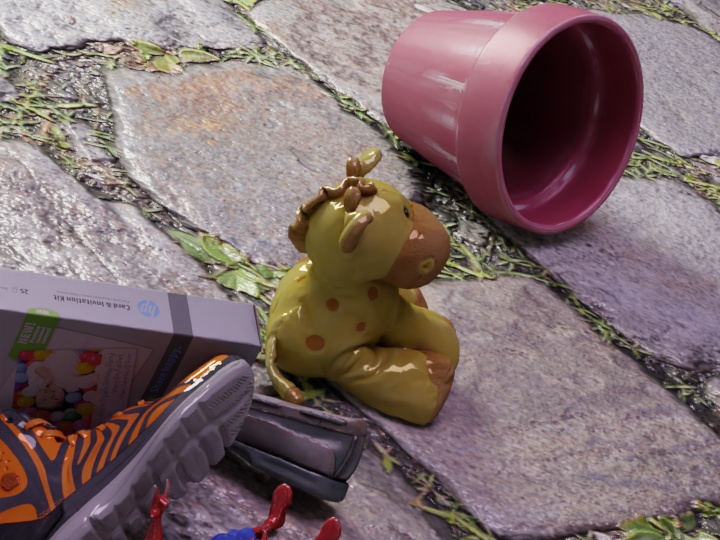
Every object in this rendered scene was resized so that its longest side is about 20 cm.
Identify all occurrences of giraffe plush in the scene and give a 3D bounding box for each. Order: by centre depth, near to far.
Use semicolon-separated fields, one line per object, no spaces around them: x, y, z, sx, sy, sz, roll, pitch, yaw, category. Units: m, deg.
0.000;0.000;1.840;0.200;0.162;0.173;4;32;-32;giraffe plush

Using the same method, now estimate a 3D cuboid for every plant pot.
0.124;-0.152;2.208;0.179;0.200;0.200;23;22;40;plant pot

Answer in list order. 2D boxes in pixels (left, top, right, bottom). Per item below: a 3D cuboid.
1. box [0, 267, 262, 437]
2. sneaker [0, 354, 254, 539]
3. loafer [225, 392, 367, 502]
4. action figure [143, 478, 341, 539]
-0.183;0.071;1.578;0.200;0.156;0.041;10;44;-24;box
-0.164;0.105;1.535;0.112;0.078;0.200;35;66;29;sneaker
-0.090;0.091;1.700;0.200;0.063;0.072;26;1;4;loafer
-0.080;0.168;1.548;0.065;0.099;0.200;31;30;20;action figure
